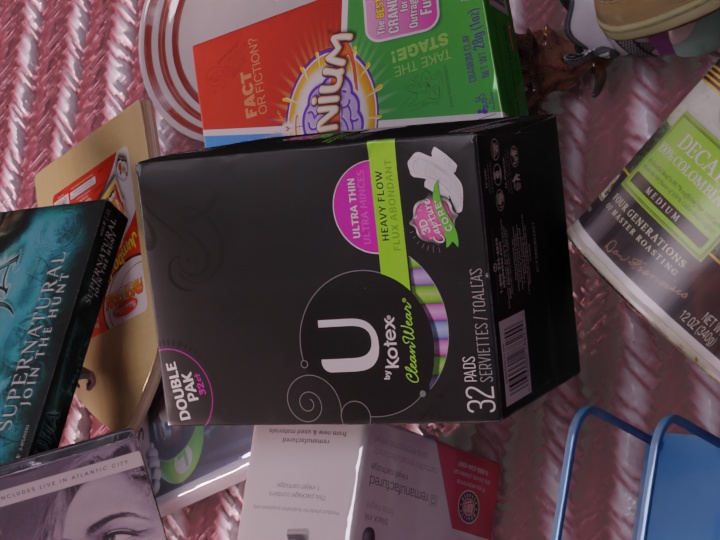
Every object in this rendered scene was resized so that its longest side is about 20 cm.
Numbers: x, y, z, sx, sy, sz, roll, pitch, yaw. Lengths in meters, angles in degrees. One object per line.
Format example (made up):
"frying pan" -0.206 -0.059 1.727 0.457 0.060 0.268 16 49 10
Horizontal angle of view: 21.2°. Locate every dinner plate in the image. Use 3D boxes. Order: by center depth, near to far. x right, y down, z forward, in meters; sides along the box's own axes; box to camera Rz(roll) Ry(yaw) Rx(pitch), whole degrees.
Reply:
"dinner plate" -0.069 -0.179 1.321 0.199 0.024 0.202 -11 69 29

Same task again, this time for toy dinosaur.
"toy dinosaur" 0.052 -0.091 1.180 0.135 0.086 0.201 41 104 29

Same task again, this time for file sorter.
"file sorter" 0.207 0.148 0.969 0.199 0.122 0.140 3 76 33

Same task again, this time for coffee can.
"coffee can" 0.227 -0.047 1.007 0.200 0.146 0.146 -49 55 10

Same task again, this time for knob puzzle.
"knob puzzle" -0.158 0.009 1.275 0.219 0.030 0.222 2 93 57

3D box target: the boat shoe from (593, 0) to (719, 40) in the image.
"boat shoe" 0.200 -0.197 1.030 0.199 0.063 0.074 -33 33 24

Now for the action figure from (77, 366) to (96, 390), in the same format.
"action figure" -0.239 0.131 1.247 0.200 0.149 0.134 42 126 18

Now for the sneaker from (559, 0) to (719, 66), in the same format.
"sneaker" 0.141 -0.217 1.146 0.139 0.078 0.202 -8 68 15

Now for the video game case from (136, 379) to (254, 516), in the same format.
"video game case" -0.087 0.046 1.226 0.199 0.023 0.183 -27 60 41

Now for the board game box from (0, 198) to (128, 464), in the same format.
"board game box" -0.231 0.051 1.208 0.134 0.028 0.201 -5 57 30

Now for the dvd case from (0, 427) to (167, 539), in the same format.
"dvd case" -0.182 0.192 1.140 0.147 0.201 0.016 -15 34 -6

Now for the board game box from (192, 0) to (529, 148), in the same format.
"board game box" 0.000 -0.087 1.133 0.199 0.040 0.154 -17 74 27

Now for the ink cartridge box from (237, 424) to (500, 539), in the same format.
"ink cartridge box" -0.001 0.192 1.075 0.082 0.146 0.202 -1 74 36

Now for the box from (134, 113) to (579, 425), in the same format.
"box" 0.000 0.000 1.032 0.198 0.124 0.150 -2 97 27
